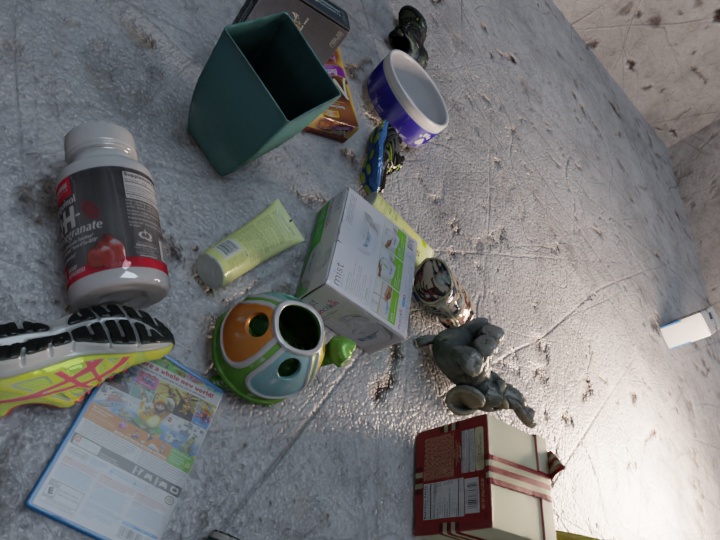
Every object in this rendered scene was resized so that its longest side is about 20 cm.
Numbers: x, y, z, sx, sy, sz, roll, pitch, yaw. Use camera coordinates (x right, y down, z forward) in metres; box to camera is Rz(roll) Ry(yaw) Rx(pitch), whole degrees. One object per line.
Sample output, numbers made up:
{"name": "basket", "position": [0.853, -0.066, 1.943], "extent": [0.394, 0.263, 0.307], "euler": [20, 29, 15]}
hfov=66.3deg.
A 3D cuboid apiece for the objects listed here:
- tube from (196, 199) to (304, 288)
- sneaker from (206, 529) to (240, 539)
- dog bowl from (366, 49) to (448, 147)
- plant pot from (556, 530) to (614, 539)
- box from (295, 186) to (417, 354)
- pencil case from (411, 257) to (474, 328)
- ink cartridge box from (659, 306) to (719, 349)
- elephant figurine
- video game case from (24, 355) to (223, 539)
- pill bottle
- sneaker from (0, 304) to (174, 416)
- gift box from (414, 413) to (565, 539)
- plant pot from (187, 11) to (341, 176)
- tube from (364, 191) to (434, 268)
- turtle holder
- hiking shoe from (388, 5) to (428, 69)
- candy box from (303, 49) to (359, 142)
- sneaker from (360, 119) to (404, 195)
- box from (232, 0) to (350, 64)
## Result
{"name": "tube", "position": [-0.156, -0.039, 0.811], "extent": [0.200, 0.050, 0.060], "euler": [-44, 141, -51]}
{"name": "sneaker", "position": [-0.115, 0.382, 0.612], "extent": [0.079, 0.077, 0.204], "euler": [-34, 94, -40]}
{"name": "dog bowl", "position": [0.107, -0.382, 1.230], "extent": [0.197, 0.078, 0.205], "euler": [32, 41, -32]}
{"name": "plant pot", "position": [0.346, 0.523, 0.906], "extent": [0.196, 0.191, 0.207], "euler": [22, 54, -34]}
{"name": "box", "position": [0.000, 0.000, 0.917], "extent": [0.174, 0.096, 0.205], "euler": [33, 48, -27]}
{"name": "pencil case", "position": [0.154, 0.052, 1.004], "extent": [0.200, 0.075, 0.093], "euler": [41, 41, -59]}
{"name": "ink cartridge box", "position": [1.170, 0.201, 1.947], "extent": [0.196, 0.145, 0.088], "euler": [-8, 71, -47]}
{"name": "elephant figurine", "position": [0.214, 0.204, 1.008], "extent": [0.138, 0.155, 0.206], "euler": [-26, 116, -15]}
{"name": "video game case", "position": [-0.251, 0.191, 0.619], "extent": [0.142, 0.018, 0.204], "euler": [38, 46, -23]}
{"name": "pill bottle", "position": [-0.293, -0.062, 0.646], "extent": [0.108, 0.110, 0.207], "euler": [0, 68, -44]}
{"name": "sneaker", "position": [-0.296, 0.097, 0.582], "extent": [0.195, 0.093, 0.078], "euler": [-5, 28, -37]}
{"name": "gift box", "position": [0.210, 0.350, 0.866], "extent": [0.184, 0.197, 0.190], "euler": [29, 55, -31]}
{"name": "plant pot", "position": [-0.158, -0.240, 0.811], "extent": [0.143, 0.198, 0.141], "euler": [52, 42, -6]}
{"name": "tube", "position": [0.079, -0.070, 1.075], "extent": [0.058, 0.052, 0.199], "euler": [-49, 116, -3]}
{"name": "turtle holder", "position": [-0.100, 0.108, 0.730], "extent": [0.185, 0.130, 0.143], "euler": [42, 44, -19]}
{"name": "hiking shoe", "position": [0.115, -0.590, 1.373], "extent": [0.099, 0.075, 0.207], "euler": [14, 60, -43]}
{"name": "candy box", "position": [-0.078, -0.360, 1.069], "extent": [0.114, 0.056, 0.207], "euler": [4, 67, -44]}
{"name": "sneaker", "position": [0.052, -0.223, 1.111], "extent": [0.081, 0.070, 0.204], "euler": [31, 46, -20]}
{"name": "box", "position": [-0.134, -0.374, 0.910], "extent": [0.154, 0.199, 0.053], "euler": [16, 50, -38]}
